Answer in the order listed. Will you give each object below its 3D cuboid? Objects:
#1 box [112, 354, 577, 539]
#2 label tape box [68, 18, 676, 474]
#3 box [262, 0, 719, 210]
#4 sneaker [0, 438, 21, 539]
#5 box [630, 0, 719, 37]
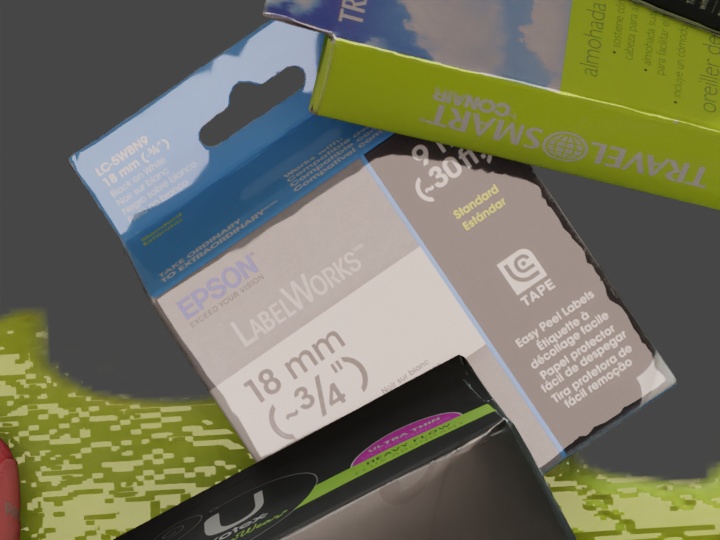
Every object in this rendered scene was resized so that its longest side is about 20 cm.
[{"bbox_3d":[0.023,0.156,0.976,0.148,0.124,0.200,-27,99,-1],"label":"box"},{"bbox_3d":[0.000,0.000,1.066,0.144,0.063,0.200,-34,87,-1],"label":"label tape box"},{"bbox_3d":[0.067,-0.094,1.035,0.199,0.048,0.122,14,49,-4],"label":"box"},{"bbox_3d":[-0.220,0.089,1.076,0.199,0.074,0.087,4,74,-2],"label":"sneaker"},{"bbox_3d":[0.105,-0.210,1.008,0.196,0.124,0.200,21,61,4],"label":"box"}]
